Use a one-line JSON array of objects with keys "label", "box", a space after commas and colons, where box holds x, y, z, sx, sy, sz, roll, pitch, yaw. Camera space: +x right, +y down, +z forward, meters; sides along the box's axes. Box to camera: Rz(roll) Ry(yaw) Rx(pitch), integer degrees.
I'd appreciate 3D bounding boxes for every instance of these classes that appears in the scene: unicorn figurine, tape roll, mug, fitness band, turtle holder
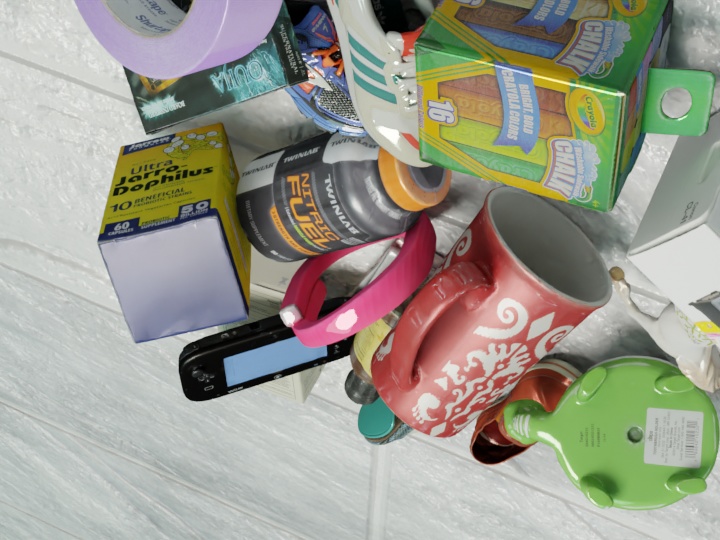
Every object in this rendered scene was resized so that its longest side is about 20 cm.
[{"label": "unicorn figurine", "box": [0.273, 0.038, 1.068, 0.138, 0.074, 0.200, 57, -175, 9]}, {"label": "tape roll", "box": [-0.149, -0.254, 0.986, 0.199, 0.065, 0.202, 18, 120, 36]}, {"label": "mug", "box": [0.088, 0.037, 1.104, 0.177, 0.134, 0.200, 18, 128, -30]}, {"label": "fitness band", "box": [0.000, 0.000, 1.147, 0.143, 0.200, 0.038, -28, 108, 17]}, {"label": "turtle holder", "box": [0.239, 0.156, 1.188, 0.185, 0.132, 0.142, -27, 85, 10]}]

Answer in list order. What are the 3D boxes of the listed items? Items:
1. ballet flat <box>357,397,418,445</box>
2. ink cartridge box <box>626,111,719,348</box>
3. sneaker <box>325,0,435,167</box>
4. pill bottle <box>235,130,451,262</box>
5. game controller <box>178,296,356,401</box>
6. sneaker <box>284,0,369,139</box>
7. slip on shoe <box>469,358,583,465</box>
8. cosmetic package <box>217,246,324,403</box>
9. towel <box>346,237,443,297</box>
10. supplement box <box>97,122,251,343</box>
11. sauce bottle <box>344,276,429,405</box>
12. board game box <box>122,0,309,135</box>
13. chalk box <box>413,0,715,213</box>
[{"label": "ballet flat", "box": [0.061, 0.141, 1.342, 0.074, 0.074, 0.200, 35, 151, -6]}, {"label": "ink cartridge box", "box": [0.309, -0.007, 0.946, 0.200, 0.148, 0.085, 42, 143, -13]}, {"label": "sneaker", "box": [0.030, -0.162, 0.979, 0.093, 0.070, 0.201, 42, 154, 62]}, {"label": "pill bottle", "box": [-0.013, -0.074, 1.141, 0.199, 0.107, 0.106, -14, 126, 45]}, {"label": "game controller", "box": [-0.088, 0.082, 1.300, 0.198, 0.042, 0.105, -16, 141, -11]}, {"label": "sneaker", "box": [-0.036, -0.177, 1.063, 0.199, 0.076, 0.079, 26, 142, 5]}, {"label": "slip on shoe", "box": [0.174, 0.151, 1.319, 0.074, 0.061, 0.200, 37, 143, -5]}, {"label": "cosmetic package", "box": [-0.099, 0.049, 1.386, 0.103, 0.073, 0.201, 19, 143, 16]}, {"label": "towel", "box": [0.077, 0.064, 1.312, 0.190, 0.032, 0.200, 33, 146, -3]}, {"label": "supplement box", "box": [-0.166, -0.039, 1.182, 0.108, 0.200, 0.110, -13, 120, 3]}, {"label": "sauce bottle", "box": [0.026, 0.074, 1.279, 0.064, 0.065, 0.200, 28, 147, 4]}, {"label": "board game box", "box": [-0.136, -0.198, 1.066, 0.199, 0.028, 0.136, -9, 102, 45]}, {"label": "chalk box", "box": [0.153, -0.135, 0.925, 0.199, 0.124, 0.125, 17, 144, 19]}]
